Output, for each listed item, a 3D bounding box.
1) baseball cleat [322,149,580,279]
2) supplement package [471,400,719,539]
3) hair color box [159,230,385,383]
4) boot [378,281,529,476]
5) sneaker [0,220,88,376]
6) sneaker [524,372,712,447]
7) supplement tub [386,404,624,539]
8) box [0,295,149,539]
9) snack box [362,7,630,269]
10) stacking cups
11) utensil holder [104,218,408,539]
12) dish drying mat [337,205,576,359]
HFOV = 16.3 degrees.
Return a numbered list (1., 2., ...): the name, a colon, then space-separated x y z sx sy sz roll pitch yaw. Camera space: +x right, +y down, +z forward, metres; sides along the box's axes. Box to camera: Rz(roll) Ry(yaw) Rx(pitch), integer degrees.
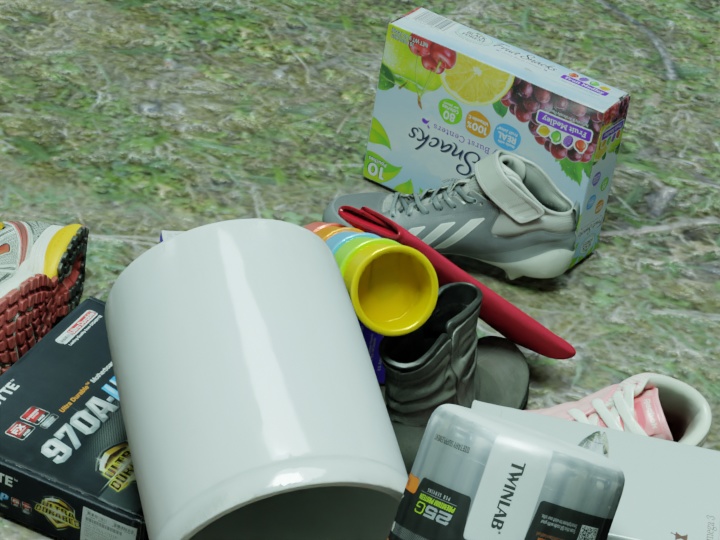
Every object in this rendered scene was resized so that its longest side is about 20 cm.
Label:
1. baseball cleat: 0.071 -0.053 1.943 0.198 0.107 0.070 8 37 2
2. supplement package: 0.151 0.178 1.591 0.198 0.118 0.117 11 33 4
3. hair color box: -0.046 0.026 1.829 0.198 0.065 0.110 0 34 -12
4. boot: 0.071 0.063 1.737 0.067 0.131 0.200 23 35 21
5. sneaker: -0.258 0.022 1.781 0.081 0.078 0.200 10 23 9
6. sneaker: 0.147 0.114 1.690 0.199 0.105 0.076 -6 69 -26
7. supplement tub: 0.068 0.188 1.458 0.122 0.201 0.123 19 -1 0
8. box: -0.167 0.106 1.687 0.158 0.046 0.200 21 35 17
9. snack box: 0.105 -0.106 2.001 0.199 0.143 0.053 25 34 24
10. stacking cups: 0.000 0.000 1.714 0.060 0.061 0.200 1 7 -13
11. utensil holder: -0.066 0.093 1.564 0.169 0.170 0.201 -4 55 -20
12. dish drying mat: 0.071 0.009 1.789 0.200 0.018 0.077 35 -6 -38
